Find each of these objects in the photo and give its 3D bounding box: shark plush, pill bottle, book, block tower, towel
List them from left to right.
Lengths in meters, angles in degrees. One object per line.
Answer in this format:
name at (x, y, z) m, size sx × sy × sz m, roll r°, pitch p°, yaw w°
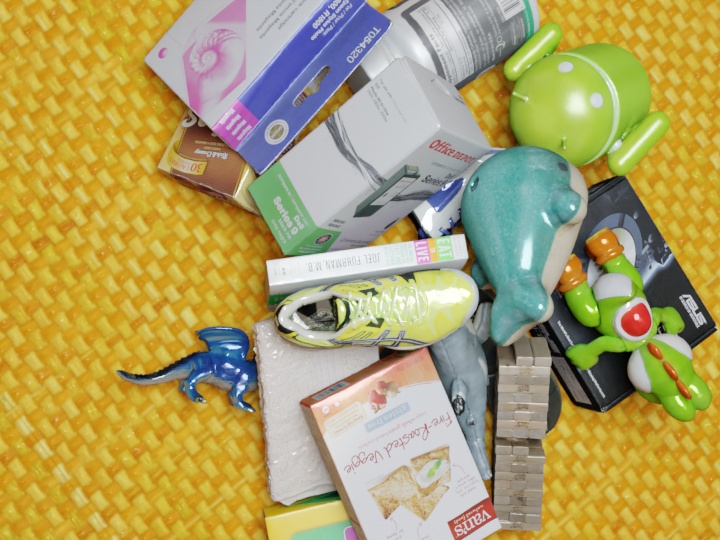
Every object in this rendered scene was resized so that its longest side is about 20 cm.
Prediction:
towel at (-0.041, 0.138, 0.930) m, size 0.131 × 0.034 × 0.203 m, roll -10°, pitch 106°, yaw -21°
book at (0.000, 0.000, 0.927) m, size 0.197 × 0.134 × 0.049 m, roll -8°, pitch 80°, yaw -8°
pill bottle at (0.083, -0.247, 0.964) m, size 0.199 × 0.113 × 0.114 m, roll -33°, pitch 92°, yaw -8°
shark plush at (0.095, 0.121, 0.927) m, size 0.089 × 0.083 × 0.203 m, roll 0°, pitch 105°, yaw 10°
block tower at (0.167, 0.173, 0.948) m, size 0.053 × 0.058 × 0.203 m, roll 1°, pitch 108°, yaw 5°

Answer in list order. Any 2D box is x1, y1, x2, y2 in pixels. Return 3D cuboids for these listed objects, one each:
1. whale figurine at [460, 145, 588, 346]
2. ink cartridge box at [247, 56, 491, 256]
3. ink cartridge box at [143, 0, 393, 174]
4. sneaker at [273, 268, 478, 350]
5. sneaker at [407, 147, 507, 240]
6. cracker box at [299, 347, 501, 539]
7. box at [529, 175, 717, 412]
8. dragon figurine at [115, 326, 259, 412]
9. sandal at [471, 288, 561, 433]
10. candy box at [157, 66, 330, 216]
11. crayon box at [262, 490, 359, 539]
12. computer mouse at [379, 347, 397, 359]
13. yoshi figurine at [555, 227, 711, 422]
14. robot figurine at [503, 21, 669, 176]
whale figurine at (0.144, -0.032, 0.854) m, size 0.103 × 0.159 × 0.202 m, roll 27°, pitch 52°, yaw -18°
ink cartridge box at (0.012, -0.102, 0.884) m, size 0.199 × 0.145 × 0.085 m, roll -37°, pitch 73°, yaw 22°
ink cartridge box at (-0.097, -0.227, 0.889) m, size 0.197 × 0.043 × 0.200 m, roll -48°, pitch 56°, yaw 2°
sneaker at (0.014, 0.043, 0.839) m, size 0.197 × 0.076 × 0.077 m, roll -12°, pitch 85°, yaw 9°
sneaker at (0.109, -0.079, 0.983) m, size 0.196 × 0.081 × 0.117 m, roll 11°, pitch 89°, yaw -1°
cracker box at (0.041, 0.195, 0.900) m, size 0.133 × 0.058 × 0.202 m, roll -25°, pitch 95°, yaw -15°
box at (0.263, 0.026, 0.991) m, size 0.163 × 0.086 × 0.202 m, roll -32°, pitch 92°, yaw -9°
dragon figurine at (-0.148, 0.089, 0.938) m, size 0.197 × 0.059 × 0.101 m, roll 12°, pitch 83°, yaw -12°
sandal at (0.159, 0.093, 0.982) m, size 0.079 × 0.057 × 0.203 m, roll -26°, pitch 99°, yaw 15°
candy box at (-0.114, -0.169, 0.932) m, size 0.116 × 0.056 × 0.202 m, roll 21°, pitch 83°, yaw 31°
crayon box at (-0.001, 0.335, 0.950) m, size 0.170 × 0.058 × 0.203 m, roll -11°, pitch 89°, yaw -8°
computer mouse at (0.016, 0.113, 0.981) m, size 0.197 × 0.034 × 0.059 m, roll -16°, pitch 106°, yaw -4°
yoshi figurine at (0.275, 0.064, 0.914) m, size 0.111 × 0.112 × 0.201 m, roll -21°, pitch 73°, yaw -48°
robot figurine at (0.232, -0.174, 0.946) m, size 0.176 × 0.116 × 0.199 m, roll 47°, pitch 40°, yaw 15°
